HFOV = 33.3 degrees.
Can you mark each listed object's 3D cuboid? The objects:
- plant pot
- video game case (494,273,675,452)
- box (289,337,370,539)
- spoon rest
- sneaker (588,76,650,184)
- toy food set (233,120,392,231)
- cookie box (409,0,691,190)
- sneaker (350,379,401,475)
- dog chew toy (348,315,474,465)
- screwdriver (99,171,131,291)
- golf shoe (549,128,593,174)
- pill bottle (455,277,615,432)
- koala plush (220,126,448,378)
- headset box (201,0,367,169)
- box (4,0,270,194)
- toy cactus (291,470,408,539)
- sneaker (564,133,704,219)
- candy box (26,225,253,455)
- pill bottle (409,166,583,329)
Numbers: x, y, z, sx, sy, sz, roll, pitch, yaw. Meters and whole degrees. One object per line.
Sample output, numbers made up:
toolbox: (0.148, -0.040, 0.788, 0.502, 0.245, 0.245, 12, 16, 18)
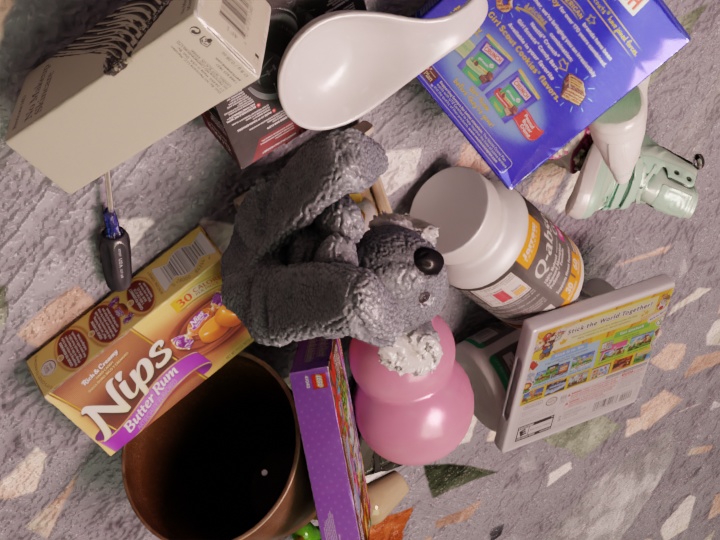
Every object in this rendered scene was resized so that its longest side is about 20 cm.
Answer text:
plant pot: (-0.108, 0.198, 1.203, 0.187, 0.187, 0.200, -42, 151, 1)
video game case: (0.245, 0.102, 1.324, 0.197, 0.023, 0.184, -16, 134, -26)
box: (-0.025, 0.164, 1.126, 0.038, 0.137, 0.203, -9, 105, 4)
spoon rest: (0.022, -0.179, 0.937, 0.198, 0.061, 0.100, -33, 138, -13)
sneaker: (0.248, -0.167, 1.162, 0.074, 0.202, 0.089, -1, 134, 19)
toy food set: (-0.024, -0.033, 1.142, 0.142, 0.061, 0.201, -33, 139, -10)
cookie box: (0.153, -0.202, 1.041, 0.199, 0.075, 0.171, -39, 105, 14)
sneaker: (0.044, 0.150, 1.344, 0.113, 0.076, 0.201, 1, 125, -42)
dog chew toy: (0.043, 0.091, 1.182, 0.123, 0.124, 0.203, -24, 121, -19)
screwdriver: (-0.212, -0.063, 0.997, 0.029, 0.028, 0.202, -2, 130, 0)
golf shoe: (0.187, -0.149, 1.206, 0.076, 0.091, 0.199, -67, 158, 5)
pill bottle: (0.214, 0.094, 1.396, 0.198, 0.113, 0.114, -26, 137, -17)
koala plush: (0.000, 0.000, 1.043, 0.198, 0.180, 0.182, 12, 154, -44)
headset box: (-0.072, -0.191, 0.957, 0.148, 0.077, 0.201, -32, 139, -11)
box: (-0.159, -0.139, 0.856, 0.198, 0.083, 0.068, -26, 131, 29)
toy cactus: (-0.023, 0.278, 1.355, 0.164, 0.103, 0.200, -33, 168, -22)
sneaker: (0.287, -0.088, 1.231, 0.200, 0.117, 0.075, -40, 157, -52)
candy box: (-0.189, 0.066, 1.101, 0.199, 0.057, 0.117, -39, 139, -6)
pill bottle: (0.140, -0.022, 1.237, 0.117, 0.117, 0.199, -48, 139, 8)
